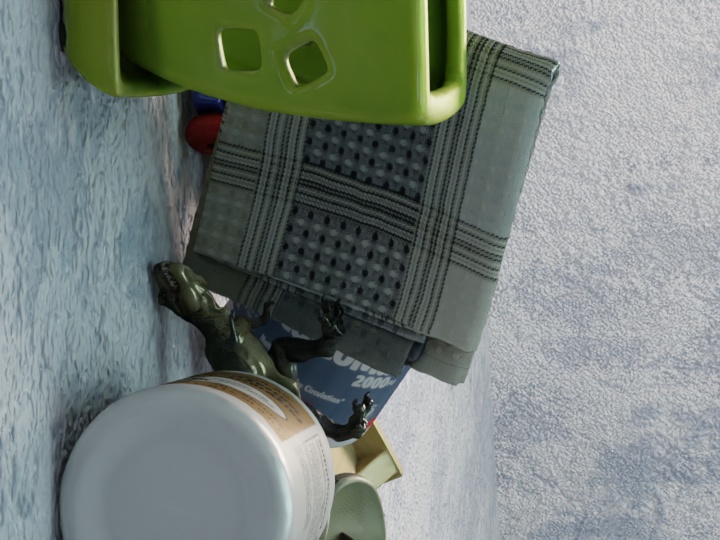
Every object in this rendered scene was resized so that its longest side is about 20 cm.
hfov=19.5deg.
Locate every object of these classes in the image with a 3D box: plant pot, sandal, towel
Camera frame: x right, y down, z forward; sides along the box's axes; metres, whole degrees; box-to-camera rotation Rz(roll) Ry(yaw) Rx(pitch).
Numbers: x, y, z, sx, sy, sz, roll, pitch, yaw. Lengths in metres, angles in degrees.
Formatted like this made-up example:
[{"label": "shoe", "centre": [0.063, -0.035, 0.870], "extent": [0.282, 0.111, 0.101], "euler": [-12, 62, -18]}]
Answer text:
[{"label": "plant pot", "centre": [-0.045, -0.173, 1.034], "extent": [0.200, 0.180, 0.201], "euler": [-42, 132, -80]}, {"label": "sandal", "centre": [0.001, 0.230, 1.335], "extent": [0.080, 0.057, 0.203], "euler": [5, 82, -49]}, {"label": "towel", "centre": [-0.001, -0.050, 1.175], "extent": [0.035, 0.191, 0.201], "euler": [-28, 136, -64]}]

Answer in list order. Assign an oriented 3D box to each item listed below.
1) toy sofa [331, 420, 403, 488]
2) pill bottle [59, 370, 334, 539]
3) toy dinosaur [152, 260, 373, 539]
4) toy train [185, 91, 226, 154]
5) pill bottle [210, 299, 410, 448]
[{"label": "toy sofa", "centre": [-0.037, 0.178, 1.495], "extent": [0.083, 0.097, 0.200], "euler": [61, 20, -22]}, {"label": "pill bottle", "centre": [-0.073, 0.109, 1.061], "extent": [0.200, 0.113, 0.115], "euler": [-3, 92, -82]}, {"label": "toy dinosaur", "centre": [-0.039, 0.068, 1.182], "extent": [0.201, 0.088, 0.047], "euler": [62, 28, -8]}, {"label": "toy train", "centre": [-0.046, -0.114, 1.255], "extent": [0.200, 0.115, 0.085], "euler": [72, 19, -65]}, {"label": "pill bottle", "centre": [0.000, 0.000, 1.274], "extent": [0.201, 0.119, 0.120], "euler": [-57, -169, 31]}]
